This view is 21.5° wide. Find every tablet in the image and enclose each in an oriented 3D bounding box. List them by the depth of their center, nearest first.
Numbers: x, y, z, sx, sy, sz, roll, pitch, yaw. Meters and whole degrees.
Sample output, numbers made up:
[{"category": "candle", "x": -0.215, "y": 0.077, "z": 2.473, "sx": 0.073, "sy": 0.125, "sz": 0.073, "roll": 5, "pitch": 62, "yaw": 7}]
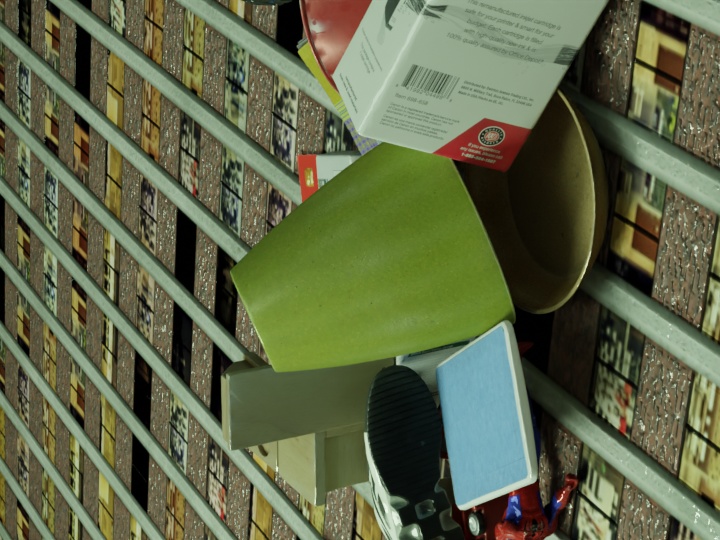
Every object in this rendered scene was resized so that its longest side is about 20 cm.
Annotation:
[{"category": "tablet", "x": 0.103, "y": 0.124, "z": 1.574, "sx": 0.200, "sy": 0.014, "sz": 0.131, "roll": 137, "pitch": 126, "yaw": -70}]

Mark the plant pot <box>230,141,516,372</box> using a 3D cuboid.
[{"category": "plant pot", "x": 0.000, "y": 0.000, "z": 1.567, "sx": 0.187, "sy": 0.199, "sz": 0.188, "roll": 155, "pitch": 90, "yaw": -88}]

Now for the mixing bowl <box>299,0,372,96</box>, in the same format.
[{"category": "mixing bowl", "x": 0.050, "y": -0.235, "z": 1.565, "sx": 0.108, "sy": 0.200, "sz": 0.202, "roll": -1, "pitch": 97, "yaw": 36}]

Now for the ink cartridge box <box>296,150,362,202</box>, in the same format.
[{"category": "ink cartridge box", "x": -0.030, "y": -0.038, "z": 1.899, "sx": 0.200, "sy": 0.050, "sz": 0.162, "roll": 5, "pitch": 101, "yaw": 61}]

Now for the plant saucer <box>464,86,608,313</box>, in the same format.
[{"category": "plant saucer", "x": 0.149, "y": -0.067, "z": 1.547, "sx": 0.200, "sy": 0.035, "sz": 0.202, "roll": 27, "pitch": 121, "yaw": 59}]

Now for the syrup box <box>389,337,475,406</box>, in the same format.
[{"category": "syrup box", "x": 0.043, "y": 0.069, "z": 1.744, "sx": 0.079, "sy": 0.081, "sz": 0.201, "roll": 62, "pitch": 147, "yaw": 30}]

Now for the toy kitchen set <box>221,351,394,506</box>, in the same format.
[{"category": "toy kitchen set", "x": -0.083, "y": 0.093, "z": 1.729, "sx": 0.180, "sy": 0.162, "sz": 0.202, "roll": 32, "pitch": 127, "yaw": 55}]

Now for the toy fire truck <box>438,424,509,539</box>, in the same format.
[{"category": "toy fire truck", "x": 0.094, "y": 0.227, "z": 1.721, "sx": 0.141, "sy": 0.048, "sz": 0.202, "roll": -2, "pitch": 95, "yaw": 64}]

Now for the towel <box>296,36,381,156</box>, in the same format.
[{"category": "towel", "x": 0.011, "y": -0.140, "z": 1.731, "sx": 0.201, "sy": 0.023, "sz": 0.143, "roll": 60, "pitch": 159, "yaw": -6}]

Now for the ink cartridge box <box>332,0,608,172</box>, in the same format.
[{"category": "ink cartridge box", "x": 0.090, "y": -0.191, "z": 1.455, "sx": 0.201, "sy": 0.143, "sz": 0.084, "roll": -59, "pitch": 34, "yaw": 30}]

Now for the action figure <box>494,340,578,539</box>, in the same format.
[{"category": "action figure", "x": 0.142, "y": 0.162, "z": 1.589, "sx": 0.099, "sy": 0.065, "sz": 0.202, "roll": 171, "pitch": 92, "yaw": -72}]

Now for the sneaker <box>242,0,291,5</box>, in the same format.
[{"category": "sneaker", "x": -0.072, "y": -0.345, "z": 1.886, "sx": 0.201, "sy": 0.075, "sz": 0.079, "roll": -59, "pitch": 37, "yaw": 40}]

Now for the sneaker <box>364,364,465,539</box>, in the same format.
[{"category": "sneaker", "x": 0.034, "y": 0.183, "z": 1.689, "sx": 0.088, "sy": 0.074, "sz": 0.202, "roll": 180, "pitch": 79, "yaw": -69}]
